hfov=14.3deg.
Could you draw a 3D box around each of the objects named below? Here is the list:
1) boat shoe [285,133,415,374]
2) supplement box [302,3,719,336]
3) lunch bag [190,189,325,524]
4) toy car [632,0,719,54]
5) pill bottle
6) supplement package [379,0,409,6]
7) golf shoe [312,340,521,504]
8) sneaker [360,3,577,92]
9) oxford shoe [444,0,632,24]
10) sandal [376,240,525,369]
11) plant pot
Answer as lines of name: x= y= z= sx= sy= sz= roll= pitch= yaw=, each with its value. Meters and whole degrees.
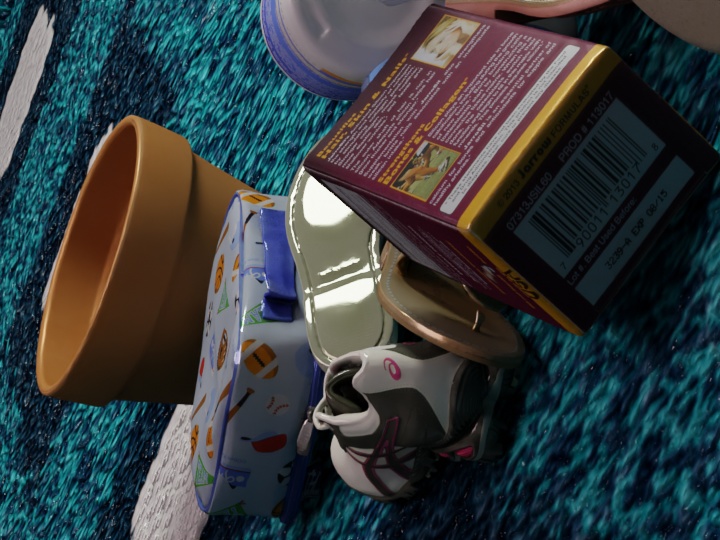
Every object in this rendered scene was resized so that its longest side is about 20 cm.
boat shoe: x=0.002 y=0.000 z=1.698 sx=0.066 sy=0.074 sz=0.200 roll=64 pitch=-168 yaw=-45
supplement box: x=0.069 y=-0.053 z=1.387 sx=0.110 sy=0.086 sz=0.200 roll=-51 pitch=25 yaw=-6
lunch bag: x=-0.057 y=0.051 z=1.774 sx=0.200 sy=0.075 sz=0.161 roll=-96 pitch=17 yaw=-53
toy car: x=0.199 y=-0.188 z=1.147 sx=0.200 sy=0.184 sz=0.177 roll=-46 pitch=7 yaw=-20
pill bottle: x=-0.004 y=-0.164 z=1.782 sx=0.200 sy=0.112 sz=0.112 roll=173 pitch=114 yaw=-82
supplement package: x=0.027 y=-0.278 z=1.592 sx=0.152 sy=0.150 sz=0.200 roll=-7 pitch=57 yaw=64
golf shoe: x=0.013 y=0.072 z=1.543 sx=0.200 sy=0.088 sz=0.077 roll=143 pitch=140 yaw=-65
sneaker: x=0.066 y=-0.115 z=1.601 sx=0.200 sy=0.074 sz=0.082 roll=3 pitch=73 yaw=66
oxford shoe: x=0.104 y=-0.165 z=1.429 sx=0.200 sy=0.071 sz=0.074 roll=-5 pitch=99 yaw=50
sandal: x=0.052 y=-0.013 z=1.523 sx=0.212 sy=0.077 sz=0.070 roll=-114 pitch=43 yaw=-75
plant pot: x=-0.124 y=0.009 z=1.962 sx=0.200 sy=0.140 sz=0.201 roll=-162 pitch=90 yaw=-75
